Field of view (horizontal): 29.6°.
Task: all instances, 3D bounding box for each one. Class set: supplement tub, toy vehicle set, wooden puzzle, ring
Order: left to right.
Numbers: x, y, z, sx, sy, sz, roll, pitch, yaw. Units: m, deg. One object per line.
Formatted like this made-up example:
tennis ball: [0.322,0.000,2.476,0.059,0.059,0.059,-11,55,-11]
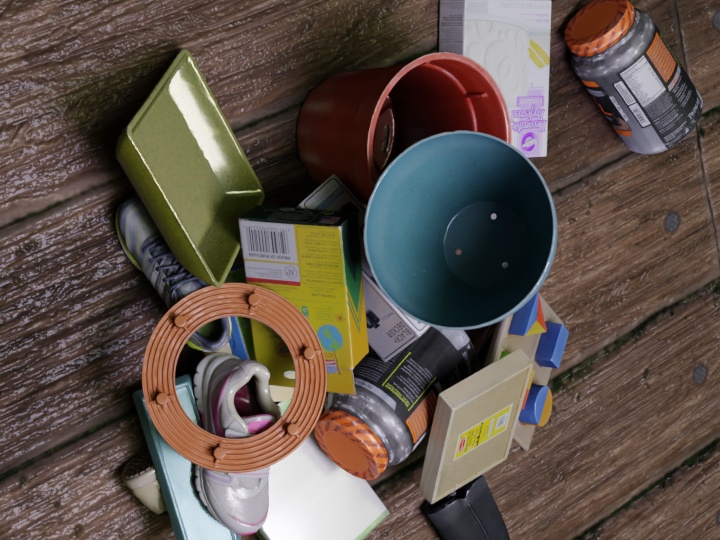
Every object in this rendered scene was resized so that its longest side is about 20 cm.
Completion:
ring: [-0.131,0.112,1.442,0.199,0.019,0.202,2,80,-12]
supplement tub: [0.041,0.147,1.646,0.200,0.122,0.123,-46,121,-31]
toy vehicle set: [0.137,0.190,1.639,0.124,0.027,0.201,-26,146,-26]
wooden puzzle: [0.217,0.117,1.754,0.200,0.046,0.186,49,55,-53]
supplement tub: [0.361,-0.262,1.818,0.123,0.122,0.200,-51,122,-16]

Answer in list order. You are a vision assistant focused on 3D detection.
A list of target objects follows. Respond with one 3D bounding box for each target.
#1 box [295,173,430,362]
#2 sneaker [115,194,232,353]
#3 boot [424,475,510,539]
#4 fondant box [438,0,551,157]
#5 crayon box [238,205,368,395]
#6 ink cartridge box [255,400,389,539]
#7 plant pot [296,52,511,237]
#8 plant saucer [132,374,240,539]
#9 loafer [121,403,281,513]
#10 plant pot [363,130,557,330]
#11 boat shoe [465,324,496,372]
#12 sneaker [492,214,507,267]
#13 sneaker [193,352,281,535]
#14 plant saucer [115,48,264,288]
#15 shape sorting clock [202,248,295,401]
box: [0.000,0.000,1.553,0.200,0.117,0.060,48,63,-1]
sneaker: [-0.196,0.004,1.490,0.074,0.081,0.201,-36,103,-12]
boot: [0.138,0.389,1.817,0.165,0.065,0.201,-43,123,-31]
fondant box: [0.170,-0.243,1.729,0.143,0.058,0.202,-7,103,-34]
crayon box: [-0.061,0.033,1.503,0.051,0.126,0.202,-43,134,-58]
ink cartridge box: [-0.076,0.266,1.662,0.145,0.048,0.201,-39,99,-23]
plant pot: [0.037,-0.151,1.570,0.199,0.195,0.203,-7,102,-33]
plant saucer: [-0.190,0.221,1.510,0.069,0.019,0.202,-17,92,-19]
loafer: [-0.177,0.212,1.568,0.199,0.076,0.069,-26,114,-18]
plant pot: [0.118,-0.035,1.432,0.135,0.199,0.202,16,89,-71]
boat shoe: [0.153,0.135,1.777,0.072,0.072,0.202,11,92,-36]
sneaker: [0.152,-0.047,1.758,0.114,0.075,0.201,-8,118,-8]
sneaker: [-0.130,0.187,1.483,0.081,0.088,0.202,-6,86,-37]
plant saucer: [-0.189,-0.107,1.465,0.201,0.048,0.200,63,25,-26]
shape sorting clock: [-0.102,0.052,1.597,0.199,0.039,0.202,4,83,-33]
